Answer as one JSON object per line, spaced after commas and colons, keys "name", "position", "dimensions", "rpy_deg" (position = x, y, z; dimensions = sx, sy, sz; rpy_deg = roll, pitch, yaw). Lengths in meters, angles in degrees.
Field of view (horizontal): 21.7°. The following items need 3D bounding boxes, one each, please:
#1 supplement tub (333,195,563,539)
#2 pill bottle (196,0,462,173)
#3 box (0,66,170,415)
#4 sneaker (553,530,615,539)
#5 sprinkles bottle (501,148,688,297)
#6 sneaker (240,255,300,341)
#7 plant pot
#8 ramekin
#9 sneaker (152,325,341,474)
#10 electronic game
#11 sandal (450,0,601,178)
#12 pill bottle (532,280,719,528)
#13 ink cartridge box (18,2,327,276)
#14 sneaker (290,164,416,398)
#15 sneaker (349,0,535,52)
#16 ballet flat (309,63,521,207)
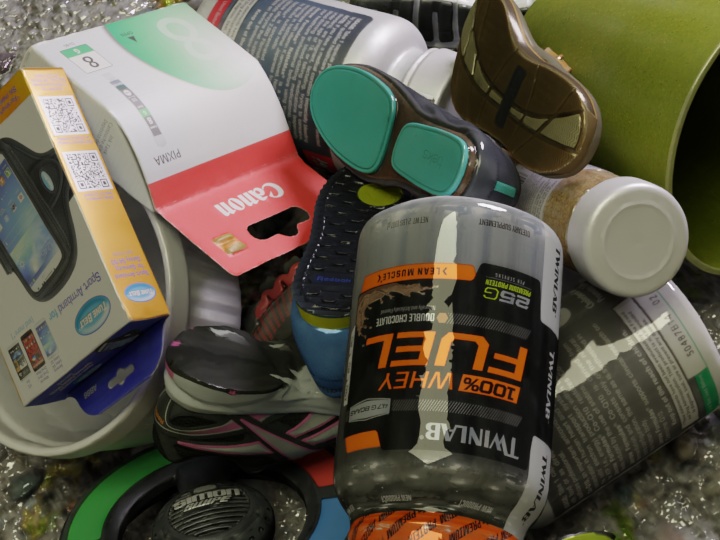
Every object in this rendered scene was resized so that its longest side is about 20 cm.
{"name": "supplement tub", "position": [0.050, 0.070, 1.062], "dimensions": [0.121, 0.123, 0.202], "rpy_deg": [-1, 68, 16]}
{"name": "pill bottle", "position": [-0.017, -0.131, 1.338], "dimensions": [0.199, 0.120, 0.120], "rpy_deg": [19, 66, 26]}
{"name": "box", "position": [-0.193, -0.010, 1.170], "dimensions": [0.119, 0.041, 0.201], "rpy_deg": [-37, 70, 37]}
{"name": "sneaker", "position": [0.082, 0.218, 1.100], "dimensions": [0.199, 0.074, 0.081], "rpy_deg": [-18, 62, -23]}
{"name": "sprinkles bottle", "position": [0.134, -0.036, 1.176], "dimensions": [0.068, 0.068, 0.200], "rpy_deg": [-35, 18, -6]}
{"name": "sneaker", "position": [0.010, 0.022, 1.266], "dimensions": [0.199, 0.071, 0.098], "rpy_deg": [-30, 54, -4]}
{"name": "plant pot", "position": [0.197, -0.120, 1.249], "dimensions": [0.187, 0.188, 0.200], "rpy_deg": [-46, 44, -13]}
{"name": "ramekin", "position": [-0.173, 0.027, 1.260], "dimensions": [0.199, 0.105, 0.202], "rpy_deg": [-6, 80, 32]}
{"name": "sneaker", "position": [-0.047, 0.088, 1.203], "dimensions": [0.199, 0.087, 0.081], "rpy_deg": [10, 35, -29]}
{"name": "electronic game", "position": [-0.093, 0.162, 1.188], "dimensions": [0.198, 0.042, 0.201], "rpy_deg": [-8, 31, 5]}
{"name": "sandal", "position": [0.110, -0.114, 1.197], "dimensions": [0.081, 0.054, 0.200], "rpy_deg": [-64, 31, 20]}
{"name": "pill bottle", "position": [0.120, 0.088, 1.170], "dimensions": [0.199, 0.113, 0.113], "rpy_deg": [-33, 56, -6]}
{"name": "ink cartridge box", "position": [-0.102, -0.091, 1.230], "dimensions": [0.200, 0.050, 0.161], "rpy_deg": [37, 33, 19]}
{"name": "sneaker", "position": [0.000, 0.000, 1.206], "dimensions": [0.065, 0.079, 0.201], "rpy_deg": [5, 38, 13]}
{"name": "sneaker", "position": [0.091, -0.207, 1.383], "dimensions": [0.198, 0.078, 0.091], "rpy_deg": [-2, 58, 2]}
{"name": "ballet flat", "position": [0.038, -0.079, 1.206], "dimensions": [0.073, 0.073, 0.200], "rpy_deg": [-41, 36, -10]}
